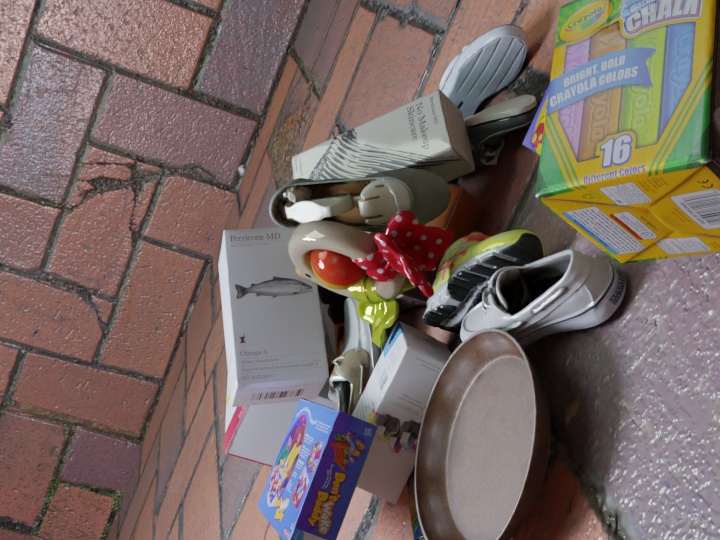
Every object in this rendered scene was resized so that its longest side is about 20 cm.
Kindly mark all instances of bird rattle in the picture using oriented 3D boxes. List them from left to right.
[{"bbox_3d":[0.000,0.000,0.918,0.200,0.161,0.114,96,-168,-75],"label":"bird rattle"}]

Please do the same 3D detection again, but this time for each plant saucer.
[{"bbox_3d":[0.106,0.152,0.762,0.200,0.034,0.203,-165,90,-70],"label":"plant saucer"}]

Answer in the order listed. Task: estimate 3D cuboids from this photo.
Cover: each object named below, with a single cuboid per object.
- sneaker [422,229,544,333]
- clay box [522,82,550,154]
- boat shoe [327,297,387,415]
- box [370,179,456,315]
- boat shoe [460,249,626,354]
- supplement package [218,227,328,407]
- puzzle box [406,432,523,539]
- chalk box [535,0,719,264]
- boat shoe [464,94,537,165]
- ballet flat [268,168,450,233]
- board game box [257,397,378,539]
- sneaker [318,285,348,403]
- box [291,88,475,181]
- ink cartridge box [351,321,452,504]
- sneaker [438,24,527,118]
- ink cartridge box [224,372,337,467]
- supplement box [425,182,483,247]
[{"bbox_3d":[0.121,-0.007,0.899,0.200,0.077,0.091,139,148,-59],"label":"sneaker"},{"bbox_3d":[0.219,-0.136,0.775,0.200,0.047,0.116,-119,50,-68],"label":"clay box"},{"bbox_3d":[-0.004,0.124,1.064,0.075,0.068,0.202,124,141,-64],"label":"boat shoe"},{"bbox_3d":[0.061,-0.052,1.139,0.100,0.074,0.202,-26,47,66],"label":"box"},{"bbox_3d":[0.141,0.028,0.779,0.200,0.065,0.073,-22,40,60],"label":"boat shoe"},{"bbox_3d":[-0.115,0.059,1.123,0.117,0.115,0.202,117,147,-67],"label":"supplement package"},{"bbox_3d":[0.102,0.186,0.843,0.134,0.025,0.201,-95,28,-54],"label":"puzzle box"},{"bbox_3d":[0.211,-0.124,0.604,0.123,0.124,0.202,-10,61,45],"label":"chalk box"},{"bbox_3d":[0.147,-0.155,1.031,0.199,0.072,0.062,-8,107,64],"label":"boat shoe"},{"bbox_3d":[-0.005,-0.068,0.935,0.064,0.198,0.068,-41,-53,-65],"label":"ballet flat"},{"bbox_3d":[-0.051,0.212,0.934,0.136,0.044,0.200,-68,12,-9],"label":"board game box"},{"bbox_3d":[-0.041,0.085,1.175,0.092,0.075,0.202,-33,67,43],"label":"sneaker"},{"bbox_3d":[0.023,-0.121,0.997,0.198,0.068,0.083,-22,64,24],"label":"box"},{"bbox_3d":[0.030,0.169,0.958,0.115,0.067,0.202,-101,37,-80],"label":"ink cartridge box"},{"bbox_3d":[0.141,-0.252,1.093,0.200,0.072,0.072,138,143,-59],"label":"sneaker"},{"bbox_3d":[-0.111,0.174,1.311,0.201,0.144,0.146,-104,37,-60],"label":"ink cartridge box"},{"bbox_3d":[0.042,-0.081,1.054,0.199,0.066,0.069,20,83,36],"label":"supplement box"}]
